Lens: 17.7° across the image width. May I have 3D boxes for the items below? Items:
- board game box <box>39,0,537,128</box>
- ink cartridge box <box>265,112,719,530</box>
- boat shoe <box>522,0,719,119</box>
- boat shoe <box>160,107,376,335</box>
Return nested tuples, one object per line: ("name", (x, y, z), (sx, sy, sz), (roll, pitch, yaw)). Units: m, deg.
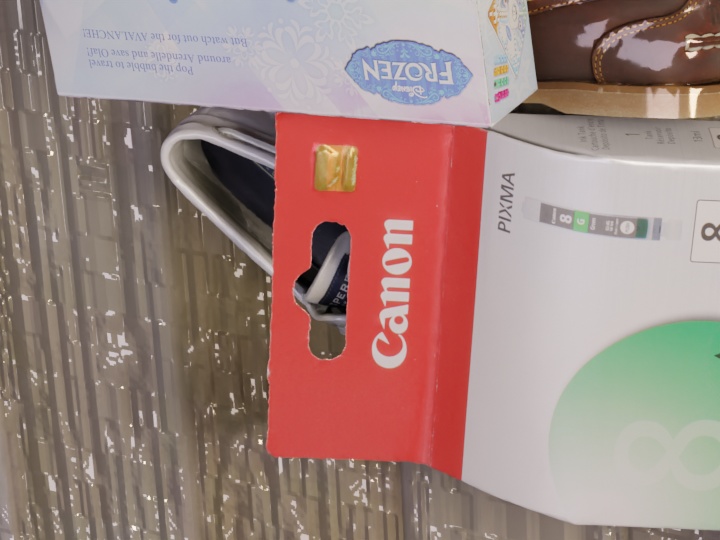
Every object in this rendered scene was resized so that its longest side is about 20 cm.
("board game box", (-0.041, -0.157, 0.847), (0.199, 0.043, 0.200), (7, 118, 30))
("ink cartridge box", (0.064, 0.020, 0.905), (0.199, 0.050, 0.161), (1, 116, -3))
("boat shoe", (0.055, -0.098, 0.895), (0.199, 0.070, 0.071), (3, 105, 27))
("boat shoe", (0.000, 0.000, 0.970), (0.200, 0.065, 0.074), (35, 124, 12))
